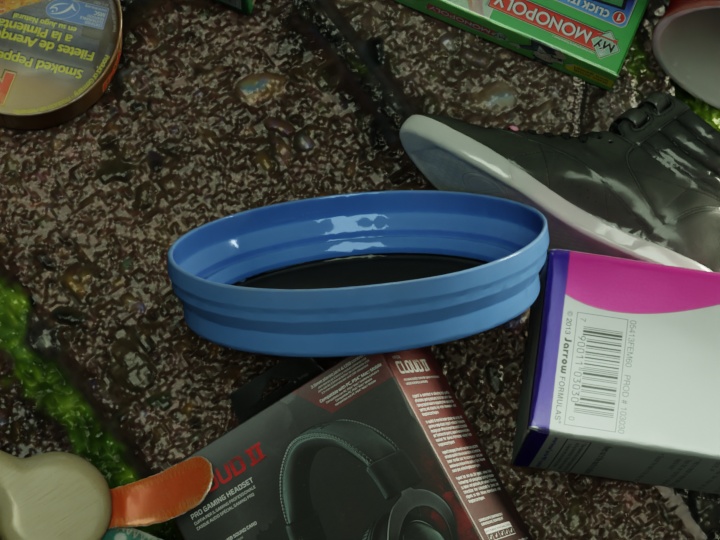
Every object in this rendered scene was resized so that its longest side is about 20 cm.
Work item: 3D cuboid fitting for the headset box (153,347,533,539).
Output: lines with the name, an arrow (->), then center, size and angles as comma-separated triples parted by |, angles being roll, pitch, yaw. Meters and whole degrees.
headset box -> -0.001, 0.139, 1.069 | 0.149, 0.077, 0.201 | -32, 79, 18

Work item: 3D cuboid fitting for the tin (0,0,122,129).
tin -> -0.234, -0.145, 1.184 | 0.199, 0.042, 0.112 | 14, 71, 1

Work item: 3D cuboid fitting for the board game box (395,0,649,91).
board game box -> 0.082, -0.205, 1.218 | 0.199, 0.029, 0.135 | 24, 76, 4

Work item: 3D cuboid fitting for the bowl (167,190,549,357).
bowl -> 0.000, 0.000, 1.082 | 0.200, 0.201, 0.040 | -6, 105, -4

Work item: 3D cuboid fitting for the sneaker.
sneaker -> 0.125, -0.064, 1.165 | 0.199, 0.071, 0.099 | 25, 72, 0

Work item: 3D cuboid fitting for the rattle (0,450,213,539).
rattle -> -0.185, 0.145, 1.078 | 0.199, 0.143, 0.131 | -21, 74, -23

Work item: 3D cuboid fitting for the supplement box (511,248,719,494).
supplement box -> 0.189, 0.062, 1.113 | 0.199, 0.103, 0.102 | 9, 74, 1

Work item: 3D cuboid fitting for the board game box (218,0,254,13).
board game box -> -0.129, -0.250, 1.213 | 0.199, 0.029, 0.135 | 23, 76, 4

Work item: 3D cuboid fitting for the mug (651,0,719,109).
mug -> 0.240, -0.209, 1.165 | 0.177, 0.133, 0.201 | 30, 69, -26
